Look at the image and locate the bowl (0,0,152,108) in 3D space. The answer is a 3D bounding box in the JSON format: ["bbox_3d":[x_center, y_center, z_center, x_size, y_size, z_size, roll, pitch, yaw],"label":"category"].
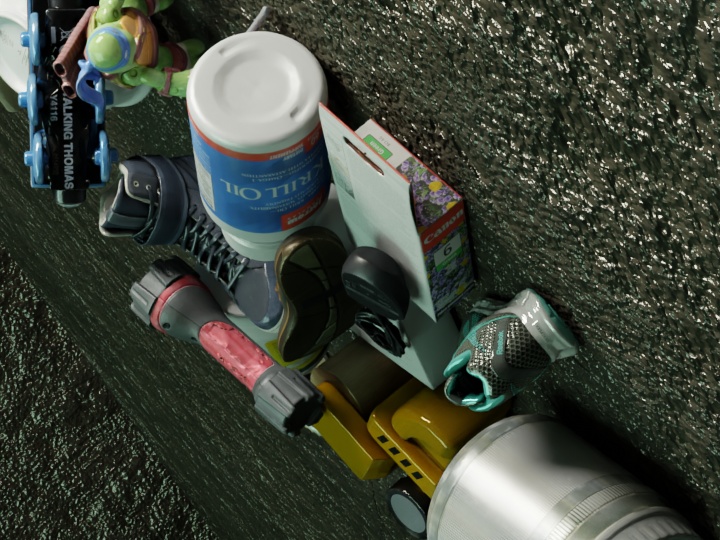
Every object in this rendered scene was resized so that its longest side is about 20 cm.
[{"bbox_3d":[-0.293,-0.223,1.839,0.200,0.090,0.202,27,140,26],"label":"bowl"}]

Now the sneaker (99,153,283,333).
[{"bbox_3d":[-0.151,-0.024,1.726,0.077,0.146,0.203,-55,52,34],"label":"sneaker"}]

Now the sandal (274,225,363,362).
[{"bbox_3d":[-0.046,0.012,1.644,0.055,0.081,0.200,61,171,28],"label":"sandal"}]

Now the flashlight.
[{"bbox_3d":[-0.121,0.069,1.746,0.200,0.068,0.068,40,146,24],"label":"flashlight"}]

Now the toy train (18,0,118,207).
[{"bbox_3d":[-0.262,-0.161,1.731,0.114,0.086,0.201,-122,32,-70],"label":"toy train"}]

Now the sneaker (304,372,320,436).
[{"bbox_3d":[0.014,0.133,1.912,0.199,0.075,0.090,18,148,22],"label":"sneaker"}]

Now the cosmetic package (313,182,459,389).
[{"bbox_3d":[0.000,0.000,1.712,0.200,0.052,0.151,35,160,47],"label":"cosmetic package"}]

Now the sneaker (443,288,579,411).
[{"bbox_3d":[0.097,0.071,1.519,0.078,0.091,0.200,50,166,3],"label":"sneaker"}]

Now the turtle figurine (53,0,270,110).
[{"bbox_3d":[-0.152,-0.213,1.602,0.143,0.201,0.194,28,-173,-3],"label":"turtle figurine"}]

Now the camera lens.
[{"bbox_3d":[0.163,0.221,1.557,0.200,0.160,0.160,35,159,44],"label":"camera lens"}]

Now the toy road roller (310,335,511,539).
[{"bbox_3d":[0.056,0.125,1.738,0.200,0.123,0.146,46,150,15],"label":"toy road roller"}]

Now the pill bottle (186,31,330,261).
[{"bbox_3d":[-0.079,-0.092,1.574,0.112,0.112,0.200,44,160,22],"label":"pill bottle"}]

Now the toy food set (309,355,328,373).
[{"bbox_3d":[-0.125,0.044,2.174,0.200,0.060,0.143,58,163,-26],"label":"toy food set"}]

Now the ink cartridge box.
[{"bbox_3d":[0.030,-0.055,1.494,0.109,0.050,0.200,43,163,27],"label":"ink cartridge box"}]

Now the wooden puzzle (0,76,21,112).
[{"bbox_3d":[-0.394,-0.278,1.934,0.185,0.037,0.201,68,-175,-66],"label":"wooden puzzle"}]

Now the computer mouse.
[{"bbox_3d":[0.020,0.025,1.574,0.058,0.034,0.200,29,165,13],"label":"computer mouse"}]

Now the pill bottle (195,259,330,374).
[{"bbox_3d":[-0.095,0.029,1.895,0.114,0.114,0.200,45,172,18],"label":"pill bottle"}]
